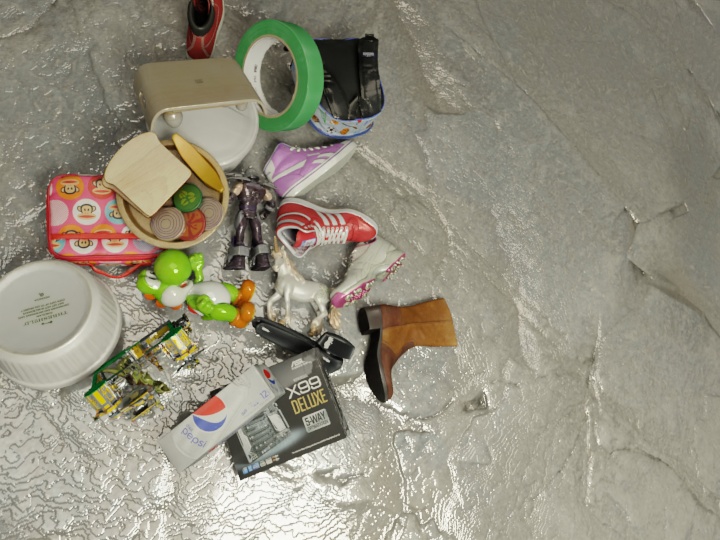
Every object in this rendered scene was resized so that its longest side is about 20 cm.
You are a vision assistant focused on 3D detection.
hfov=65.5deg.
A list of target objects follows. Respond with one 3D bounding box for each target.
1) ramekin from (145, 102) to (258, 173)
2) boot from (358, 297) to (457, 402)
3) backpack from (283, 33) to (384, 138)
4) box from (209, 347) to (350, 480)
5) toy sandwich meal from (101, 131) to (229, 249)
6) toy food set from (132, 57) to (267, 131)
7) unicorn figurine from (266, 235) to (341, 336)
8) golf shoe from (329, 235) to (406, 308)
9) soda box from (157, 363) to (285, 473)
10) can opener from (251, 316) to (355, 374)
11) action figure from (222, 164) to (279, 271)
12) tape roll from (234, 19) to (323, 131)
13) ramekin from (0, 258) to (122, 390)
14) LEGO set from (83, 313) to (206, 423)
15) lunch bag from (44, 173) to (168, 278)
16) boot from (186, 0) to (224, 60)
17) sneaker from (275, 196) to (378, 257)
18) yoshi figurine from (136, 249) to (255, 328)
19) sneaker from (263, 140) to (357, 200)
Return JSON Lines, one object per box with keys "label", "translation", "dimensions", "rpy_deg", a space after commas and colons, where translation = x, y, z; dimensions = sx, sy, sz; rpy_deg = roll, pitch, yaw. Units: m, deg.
{"label": "ramekin", "translation": [-0.297, -0.268, 1.054], "dimensions": [0.200, 0.094, 0.204], "rpy_deg": [5, 74, -17]}
{"label": "boot", "translation": [0.101, 0.154, 1.108], "dimensions": [0.198, 0.068, 0.190], "rpy_deg": [-2, 68, -27]}
{"label": "backpack", "translation": [-0.046, -0.365, 1.143], "dimensions": [0.198, 0.154, 0.192], "rpy_deg": [-14, 71, -18]}
{"label": "box", "translation": [-0.136, 0.241, 0.955], "dimensions": [0.199, 0.050, 0.159], "rpy_deg": [-22, 82, 4]}
{"label": "toy sandwich meal", "translation": [-0.318, -0.136, 0.929], "dimensions": [0.203, 0.070, 0.207], "rpy_deg": [1, 87, -11]}
{"label": "toy food set", "translation": [-0.277, -0.301, 0.968], "dimensions": [0.198, 0.061, 0.144], "rpy_deg": [-14, 52, -23]}
{"label": "unicorn figurine", "translation": [-0.119, 0.040, 1.045], "dimensions": [0.199, 0.073, 0.139], "rpy_deg": [25, 69, -40]}
{"label": "golf shoe", "translation": [0.000, 0.000, 1.099], "dimensions": [0.092, 0.075, 0.200], "rpy_deg": [45, 51, 12]}
{"label": "soda box", "translation": [-0.223, 0.236, 0.906], "dimensions": [0.200, 0.068, 0.064], "rpy_deg": [-38, 81, 2]}
{"label": "can opener", "translation": [-0.107, 0.130, 1.013], "dimensions": [0.199, 0.063, 0.079], "rpy_deg": [25, 87, -24]}
{"label": "action figure", "translation": [-0.212, -0.101, 1.046], "dimensions": [0.129, 0.069, 0.202], "rpy_deg": [5, 83, -36]}
{"label": "tape roll", "translation": [-0.161, -0.373, 1.081], "dimensions": [0.048, 0.200, 0.202], "rpy_deg": [-23, 82, -51]}
{"label": "ramekin", "translation": [-0.487, 0.074, 0.877], "dimensions": [0.200, 0.094, 0.204], "rpy_deg": [4, 62, -7]}
{"label": "LEGO set", "translation": [-0.327, 0.176, 0.893], "dimensions": [0.200, 0.153, 0.116], "rpy_deg": [-40, 110, -23]}
{"label": "lunch bag", "translation": [-0.433, -0.074, 0.974], "dimensions": [0.198, 0.082, 0.178], "rpy_deg": [-2, 80, -20]}
{"label": "boot", "translation": [-0.306, -0.529, 1.105], "dimensions": [0.072, 0.144, 0.202], "rpy_deg": [6, 72, -15]}
{"label": "sneaker", "translation": [-0.065, -0.071, 1.064], "dimensions": [0.198, 0.072, 0.113], "rpy_deg": [12, 40, -5]}
{"label": "yoshi figurine", "translation": [-0.276, 0.025, 0.963], "dimensions": [0.199, 0.112, 0.113], "rpy_deg": [18, 80, -25]}
{"label": "sneaker", "translation": [-0.105, -0.233, 1.131], "dimensions": [0.200, 0.073, 0.115], "rpy_deg": [-38, 86, -24]}
